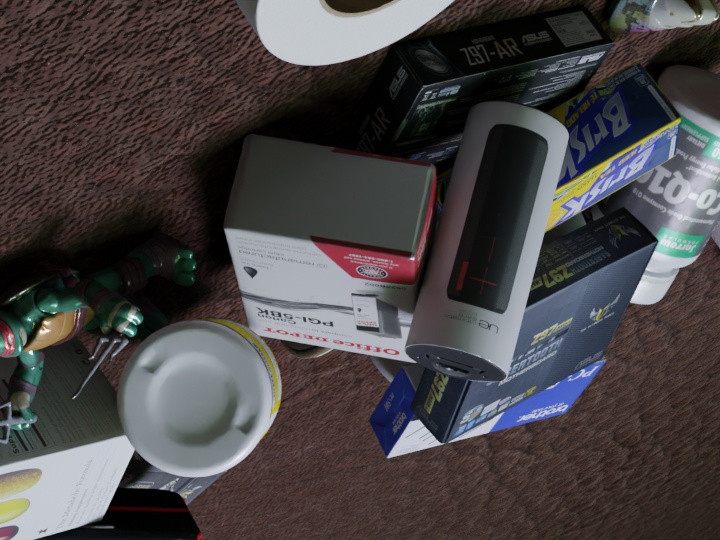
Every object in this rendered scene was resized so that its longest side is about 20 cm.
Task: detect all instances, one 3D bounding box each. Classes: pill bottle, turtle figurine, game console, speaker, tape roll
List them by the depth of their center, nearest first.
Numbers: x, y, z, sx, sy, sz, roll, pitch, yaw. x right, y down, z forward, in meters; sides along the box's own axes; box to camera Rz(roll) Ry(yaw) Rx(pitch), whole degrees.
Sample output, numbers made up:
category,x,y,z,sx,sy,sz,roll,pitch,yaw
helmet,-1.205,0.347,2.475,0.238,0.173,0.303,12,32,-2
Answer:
category,x,y,z,sx,sy,sz,roll,pitch,yaw
tape roll,0.011,-0.214,1.215,0.202,0.037,0.203,-27,156,-13
turtle figurine,-0.212,0.040,1.360,0.150,0.101,0.200,-33,178,41
speaker,0.094,-0.020,1.396,0.081,0.081,0.201,62,43,-67
pill bottle,-0.119,0.093,1.438,0.114,0.114,0.200,-33,179,0
game console,-0.238,0.211,1.566,0.199,0.031,0.177,2,-175,-11
pill bottle,0.278,-0.075,1.694,0.113,0.113,0.200,-9,134,-44

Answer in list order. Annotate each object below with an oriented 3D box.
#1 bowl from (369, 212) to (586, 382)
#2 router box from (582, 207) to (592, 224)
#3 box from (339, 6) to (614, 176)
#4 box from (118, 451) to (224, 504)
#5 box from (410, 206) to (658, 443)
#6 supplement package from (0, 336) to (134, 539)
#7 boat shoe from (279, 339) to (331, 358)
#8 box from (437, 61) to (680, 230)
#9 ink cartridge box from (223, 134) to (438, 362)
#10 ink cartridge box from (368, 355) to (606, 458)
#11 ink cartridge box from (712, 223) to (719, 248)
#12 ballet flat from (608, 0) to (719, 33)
category,x,y,z,sx,sy,sz,roll,pitch,yaw
bowl,0.116,0.038,1.688,0.199,0.075,0.200,-18,150,-20
router box,0.140,0.010,1.816,0.200,0.049,0.180,-15,151,-36
box,0.086,-0.126,1.481,0.200,0.044,0.160,-17,152,-34
box,-0.243,0.224,1.750,0.200,0.048,0.158,-42,156,19
box,0.145,0.046,1.562,0.200,0.051,0.158,-25,148,-34
supplement package,-0.289,0.141,1.429,0.200,0.110,0.114,-12,141,-41
boat shoe,0.000,0.000,1.601,0.076,0.072,0.200,-30,165,-50
box,0.156,-0.082,1.501,0.200,0.064,0.070,-31,158,-7
ink cartridge box,-0.018,-0.012,1.435,0.146,0.083,0.200,9,156,8
ink cartridge box,0.114,0.107,1.675,0.199,0.044,0.094,-12,150,-29
ink cartridge box,0.458,-0.064,2.082,0.145,0.048,0.200,-31,158,-3
ballet flat,0.268,-0.238,1.455,0.069,0.071,0.200,-9,148,-46
